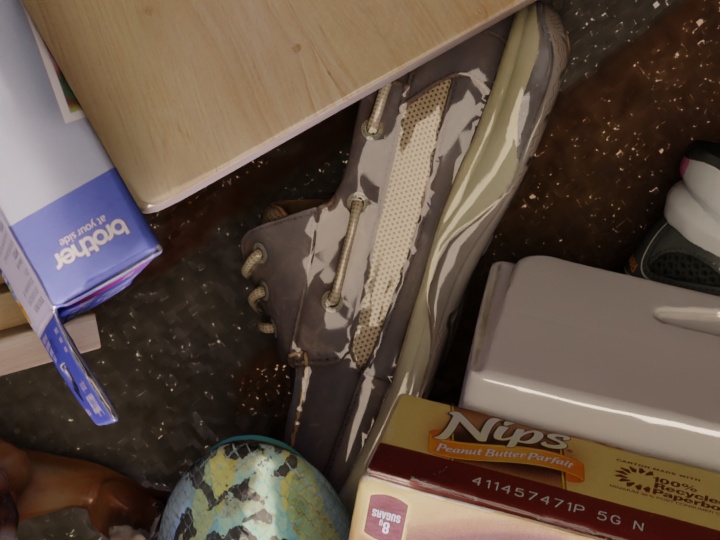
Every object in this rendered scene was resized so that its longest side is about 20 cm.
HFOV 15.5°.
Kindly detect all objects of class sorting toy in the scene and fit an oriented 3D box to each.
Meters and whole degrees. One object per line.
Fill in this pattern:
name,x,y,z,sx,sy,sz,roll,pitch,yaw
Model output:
sorting toy,-0.027,-0.148,0.782,0.198,0.070,0.201,-29,87,-6

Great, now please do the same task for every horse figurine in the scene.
horse figurine,-0.165,0.072,0.822,0.199,0.133,0.050,4,105,8

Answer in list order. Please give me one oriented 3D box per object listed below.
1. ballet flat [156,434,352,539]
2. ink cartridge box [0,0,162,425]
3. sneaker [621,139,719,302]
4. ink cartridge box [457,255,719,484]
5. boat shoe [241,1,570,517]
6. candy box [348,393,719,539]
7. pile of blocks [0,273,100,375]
ballet flat,-0.033,0.144,0.822,0.074,0.074,0.201,-4,128,-4
ink cartridge box,-0.108,-0.051,0.747,0.042,0.119,0.201,-27,90,-10
sneaker,0.166,0.044,0.864,0.200,0.080,0.087,37,108,-2
ink cartridge box,0.089,0.113,0.823,0.145,0.084,0.201,12,116,5
boat shoe,0.000,0.000,0.842,0.073,0.074,0.201,24,91,3
candy box,0.044,0.146,0.768,0.115,0.055,0.201,14,115,8
pile of blocks,-0.183,0.009,0.817,0.199,0.082,0.063,-10,102,-2
